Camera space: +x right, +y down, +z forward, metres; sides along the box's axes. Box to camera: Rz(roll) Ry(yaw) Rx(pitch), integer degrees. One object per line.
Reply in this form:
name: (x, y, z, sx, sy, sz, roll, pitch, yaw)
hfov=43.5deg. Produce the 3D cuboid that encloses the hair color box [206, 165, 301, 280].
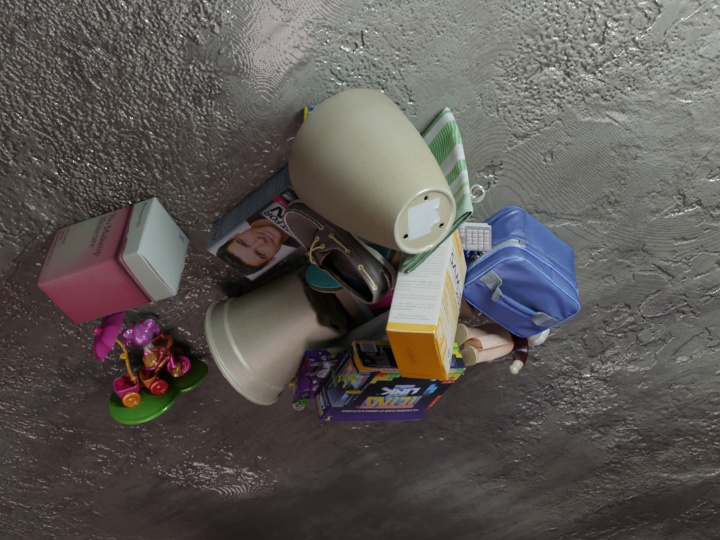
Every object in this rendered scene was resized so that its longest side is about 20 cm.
hair color box: (-0.139, -0.073, 1.411, 0.099, 0.061, 0.199, 36, 129, -29)

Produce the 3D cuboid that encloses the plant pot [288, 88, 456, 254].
plant pot: (0.031, -0.111, 1.177, 0.186, 0.200, 0.189, -18, 130, -23)

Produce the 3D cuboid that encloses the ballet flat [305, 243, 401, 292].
ballet flat: (0.000, 0.000, 1.390, 0.199, 0.071, 0.071, -18, 135, 42)

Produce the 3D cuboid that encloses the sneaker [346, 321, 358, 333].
sneaker: (0.002, 0.129, 1.625, 0.198, 0.076, 0.089, -7, 157, 7)

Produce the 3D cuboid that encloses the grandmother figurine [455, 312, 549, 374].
grandmother figurine: (0.247, 0.116, 1.530, 0.199, 0.123, 0.060, -11, 172, -38)

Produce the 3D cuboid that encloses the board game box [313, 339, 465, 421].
board game box: (0.046, 0.182, 1.470, 0.198, 0.057, 0.166, 4, 139, -30)

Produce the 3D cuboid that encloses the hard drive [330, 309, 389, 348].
hard drive: (0.049, 0.128, 1.530, 0.199, 0.027, 0.132, -31, 131, 31)

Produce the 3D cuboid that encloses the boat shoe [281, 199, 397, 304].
boat shoe: (-0.039, -0.027, 1.309, 0.200, 0.060, 0.072, 39, 132, 6)

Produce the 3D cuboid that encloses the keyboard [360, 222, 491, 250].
keyboard: (0.095, -0.053, 1.344, 0.198, 0.011, 0.057, 3, 137, 11)

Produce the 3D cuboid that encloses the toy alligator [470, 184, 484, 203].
toy alligator: (0.111, -0.088, 1.379, 0.199, 0.054, 0.060, -23, 95, 30)

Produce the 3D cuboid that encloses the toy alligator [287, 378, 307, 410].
toy alligator: (-0.111, 0.231, 1.739, 0.059, 0.055, 0.201, 8, 137, -5)

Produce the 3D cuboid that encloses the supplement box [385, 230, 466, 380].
supplement box: (0.098, 0.037, 1.287, 0.073, 0.202, 0.127, 2, 144, 17)

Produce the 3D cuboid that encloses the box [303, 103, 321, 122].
box: (-0.019, -0.150, 1.318, 0.069, 0.065, 0.201, -10, 136, 14)

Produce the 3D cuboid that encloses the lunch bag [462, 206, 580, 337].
lunch bag: (0.247, 0.008, 1.418, 0.199, 0.133, 0.136, 32, 130, -28)

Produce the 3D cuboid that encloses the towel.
towel: (0.094, -0.112, 1.250, 0.023, 0.202, 0.153, 21, 135, -26)

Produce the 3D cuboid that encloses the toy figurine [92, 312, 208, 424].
toy figurine: (-0.400, 0.153, 1.640, 0.198, 0.151, 0.185, -21, 126, -5)

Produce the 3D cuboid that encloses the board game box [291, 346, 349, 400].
board game box: (-0.007, 0.167, 1.498, 0.198, 0.033, 0.120, -4, 147, -20)

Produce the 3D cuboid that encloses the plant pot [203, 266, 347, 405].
plant pot: (-0.129, 0.093, 1.514, 0.183, 0.201, 0.200, -33, 127, 18)

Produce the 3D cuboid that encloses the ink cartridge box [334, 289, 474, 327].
ink cartridge box: (0.070, 0.024, 1.491, 0.198, 0.076, 0.165, -16, 135, 21)

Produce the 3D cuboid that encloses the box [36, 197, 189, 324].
box: (-0.392, -0.014, 1.442, 0.198, 0.129, 0.109, -16, 133, 19)
